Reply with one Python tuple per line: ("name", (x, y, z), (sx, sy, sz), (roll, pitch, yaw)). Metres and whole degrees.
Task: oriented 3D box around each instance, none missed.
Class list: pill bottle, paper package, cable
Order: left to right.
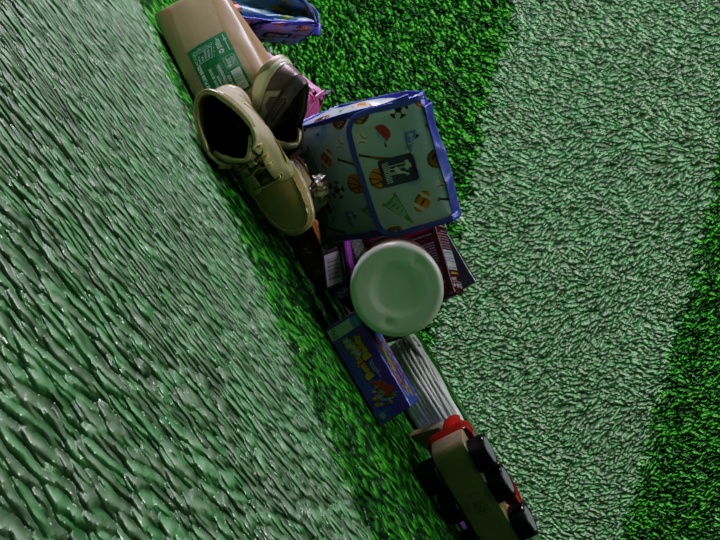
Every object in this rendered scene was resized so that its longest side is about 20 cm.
("paper package", (-0.165, -0.250, 1.681), (0.201, 0.103, 0.191), (62, 6, 28))
("pill bottle", (0.044, 0.016, 1.591), (0.115, 0.114, 0.200), (59, 3, -3))
("cable", (0.102, 0.200, 2.005), (0.201, 0.069, 0.200), (62, 4, 33))

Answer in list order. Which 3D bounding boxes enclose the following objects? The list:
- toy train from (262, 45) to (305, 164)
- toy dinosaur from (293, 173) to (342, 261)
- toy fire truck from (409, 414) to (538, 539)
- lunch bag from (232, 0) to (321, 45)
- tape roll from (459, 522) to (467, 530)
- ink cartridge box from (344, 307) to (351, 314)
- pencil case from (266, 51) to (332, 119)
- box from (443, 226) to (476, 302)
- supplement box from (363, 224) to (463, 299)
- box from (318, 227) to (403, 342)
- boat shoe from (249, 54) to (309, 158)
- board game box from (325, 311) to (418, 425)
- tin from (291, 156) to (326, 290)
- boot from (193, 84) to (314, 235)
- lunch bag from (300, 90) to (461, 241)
("toy train", (-0.133, -0.258, 1.975), (0.201, 0.086, 0.114), (58, -3, -25))
("toy dinosaur", (-0.066, -0.063, 1.617), (0.200, 0.047, 0.089), (-28, -104, 65))
("toy fire truck", (0.141, 0.273, 1.703), (0.177, 0.128, 0.200), (58, 13, -17))
("lunch bag", (-0.154, -0.395, 1.931), (0.150, 0.198, 0.095), (168, -66, -74))
("tape roll", (0.190, 0.370, 1.841), (0.201, 0.065, 0.200), (58, 4, -6))
("ink cartridge box", (0.032, -0.015, 1.958), (0.201, 0.164, 0.075), (61, 14, 20))
("pencil case", (-0.145, -0.283, 1.845), (0.199, 0.091, 0.094), (34, -28, 2))
("box", (0.056, -0.019, 2.100), (0.198, 0.199, 0.124), (59, 2, -4))
("supplement box", (0.063, -0.049, 1.769), (0.061, 0.108, 0.202), (6, 67, -70))
("box", (0.000, 0.000, 1.767), (0.200, 0.036, 0.144), (44, 33, -54))
("boat shoe", (-0.103, -0.170, 1.569), (0.065, 0.072, 0.201), (41, -41, 25))
("board game box", (0.019, 0.123, 1.626), (0.135, 0.045, 0.200), (60, 3, 6))
("tin", (-0.071, -0.066, 1.774), (0.112, 0.042, 0.202), (17, 50, -68))
("boot", (-0.122, -0.123, 1.461), (0.201, 0.072, 0.155), (62, 5, -6))
("lunch bag", (0.027, -0.133, 1.605), (0.199, 0.123, 0.172), (-3, -70, 44))
